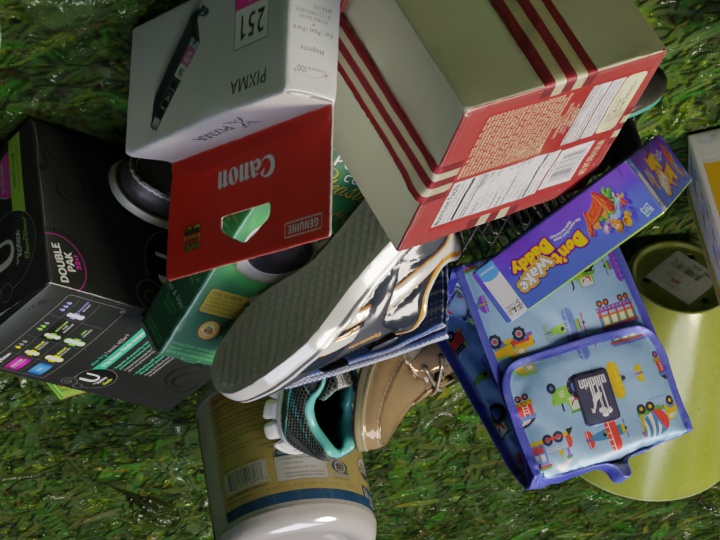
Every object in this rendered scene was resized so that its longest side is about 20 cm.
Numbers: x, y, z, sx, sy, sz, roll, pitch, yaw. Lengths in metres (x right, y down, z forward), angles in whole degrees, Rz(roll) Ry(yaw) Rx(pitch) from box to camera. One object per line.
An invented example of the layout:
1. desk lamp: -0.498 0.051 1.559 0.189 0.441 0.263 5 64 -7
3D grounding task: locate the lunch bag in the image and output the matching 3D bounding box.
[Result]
1. lunch bag: 0.164 0.083 1.555 0.150 0.200 0.094 -16 159 -24

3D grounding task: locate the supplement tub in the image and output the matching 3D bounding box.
1. supplement tub: -0.071 0.165 1.733 0.144 0.200 0.145 -9 151 -5

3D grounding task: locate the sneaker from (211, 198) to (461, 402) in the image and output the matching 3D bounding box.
1. sneaker: -0.010 0.029 1.339 0.200 0.078 0.079 -43 131 6

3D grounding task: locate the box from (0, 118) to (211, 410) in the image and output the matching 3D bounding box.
1. box: -0.195 0.000 1.452 0.200 0.149 0.124 18 138 -40

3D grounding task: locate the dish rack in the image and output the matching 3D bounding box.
1. dish rack: 0.136 -0.051 1.558 0.153 0.055 0.200 -15 158 -21

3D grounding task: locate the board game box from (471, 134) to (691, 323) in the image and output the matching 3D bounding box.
1. board game box: 0.165 -0.034 1.399 0.134 0.045 0.200 -37 178 18

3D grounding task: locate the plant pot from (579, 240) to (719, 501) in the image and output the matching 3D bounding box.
1. plant pot: 0.272 0.074 1.753 0.187 0.187 0.200 -5 135 -11

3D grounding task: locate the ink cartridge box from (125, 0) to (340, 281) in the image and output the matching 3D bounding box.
1. ink cartridge box: -0.088 -0.094 1.245 0.044 0.174 0.200 11 165 -35

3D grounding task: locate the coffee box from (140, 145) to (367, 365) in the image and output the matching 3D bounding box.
1. coffee box: -0.055 -0.016 1.363 0.123 0.044 0.200 14 119 -37

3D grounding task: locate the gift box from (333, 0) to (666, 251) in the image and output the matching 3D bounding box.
1. gift box: 0.074 -0.147 1.269 0.200 0.187 0.185 -18 155 -32

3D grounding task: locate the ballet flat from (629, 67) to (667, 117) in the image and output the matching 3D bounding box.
1. ballet flat: 0.128 -0.135 1.426 0.200 0.068 0.068 -13 137 2

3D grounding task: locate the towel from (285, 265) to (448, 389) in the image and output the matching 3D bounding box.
1. towel: 0.000 0.000 1.485 0.145 0.200 0.024 -19 127 16

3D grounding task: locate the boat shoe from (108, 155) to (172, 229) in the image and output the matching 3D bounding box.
1. boat shoe: -0.094 -0.069 1.454 0.201 0.072 0.061 4 149 -40

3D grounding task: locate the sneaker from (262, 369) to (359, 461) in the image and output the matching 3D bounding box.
1. sneaker: -0.032 0.068 1.599 0.078 0.091 0.200 -15 113 -30

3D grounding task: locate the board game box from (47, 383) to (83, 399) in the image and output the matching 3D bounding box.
1. board game box: -0.182 0.045 1.639 0.200 0.048 0.102 -16 150 6

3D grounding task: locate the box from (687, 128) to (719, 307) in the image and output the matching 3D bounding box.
1. box: 0.342 -0.015 1.569 0.112 0.200 0.101 -13 151 2

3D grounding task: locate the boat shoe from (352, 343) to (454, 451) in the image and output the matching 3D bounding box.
1. boat shoe: 0.048 0.071 1.616 0.064 0.200 0.071 14 143 16
